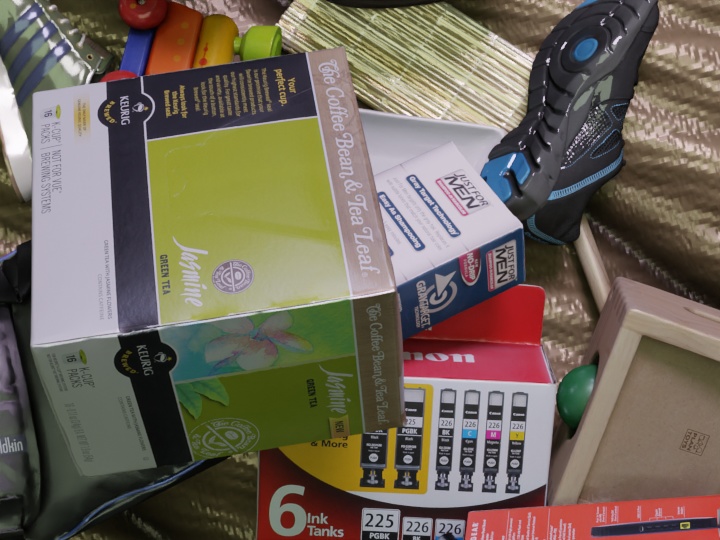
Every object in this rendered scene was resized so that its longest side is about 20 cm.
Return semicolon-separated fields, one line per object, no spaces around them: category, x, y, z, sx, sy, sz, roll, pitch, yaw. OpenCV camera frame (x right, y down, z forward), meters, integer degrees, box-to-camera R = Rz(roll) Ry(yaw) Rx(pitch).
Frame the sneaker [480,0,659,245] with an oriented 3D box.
sneaker;0.159;-0.113;1.049;0.082;0.073;0.200;36;82;-35

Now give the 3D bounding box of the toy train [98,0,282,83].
toy train;-0.106;-0.164;1.028;0.115;0.085;0.200;7;67;6

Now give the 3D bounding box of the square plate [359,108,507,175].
square plate;-0.006;-0.019;1.062;0.200;0.028;0.199;9;94;0

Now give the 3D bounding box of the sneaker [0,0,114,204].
sneaker;-0.223;-0.153;1.051;0.090;0.067;0.201;-12;90;-8

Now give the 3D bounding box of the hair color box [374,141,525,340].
hair color box;0.000;0.000;0.974;0.200;0.061;0.100;-25;50;-12

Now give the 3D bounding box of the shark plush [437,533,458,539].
shark plush;0.023;0.267;1.012;0.091;0.083;0.200;41;113;-5

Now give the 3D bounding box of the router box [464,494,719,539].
router box;0.175;0.247;0.990;0.179;0.049;0.200;-6;121;14

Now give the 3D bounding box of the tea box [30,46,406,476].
tea box;-0.084;-0.008;0.861;0.196;0.134;0.200;-9;50;-2

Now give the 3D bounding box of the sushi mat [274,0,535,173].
sushi mat;0.040;-0.155;1.076;0.200;0.012;0.096;33;89;0

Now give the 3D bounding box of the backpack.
backpack;-0.189;0.073;1.002;0.200;0.154;0.191;-27;86;-8

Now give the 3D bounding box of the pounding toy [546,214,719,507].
pounding toy;0.213;0.086;1.030;0.200;0.142;0.184;19;103;1

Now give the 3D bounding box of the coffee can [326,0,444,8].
coffee can;0.030;-0.297;1.004;0.146;0.146;0.200;-9;85;-1

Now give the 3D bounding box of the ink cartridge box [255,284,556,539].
ink cartridge box;0.030;0.099;1.017;0.200;0.084;0.176;2;107;0
